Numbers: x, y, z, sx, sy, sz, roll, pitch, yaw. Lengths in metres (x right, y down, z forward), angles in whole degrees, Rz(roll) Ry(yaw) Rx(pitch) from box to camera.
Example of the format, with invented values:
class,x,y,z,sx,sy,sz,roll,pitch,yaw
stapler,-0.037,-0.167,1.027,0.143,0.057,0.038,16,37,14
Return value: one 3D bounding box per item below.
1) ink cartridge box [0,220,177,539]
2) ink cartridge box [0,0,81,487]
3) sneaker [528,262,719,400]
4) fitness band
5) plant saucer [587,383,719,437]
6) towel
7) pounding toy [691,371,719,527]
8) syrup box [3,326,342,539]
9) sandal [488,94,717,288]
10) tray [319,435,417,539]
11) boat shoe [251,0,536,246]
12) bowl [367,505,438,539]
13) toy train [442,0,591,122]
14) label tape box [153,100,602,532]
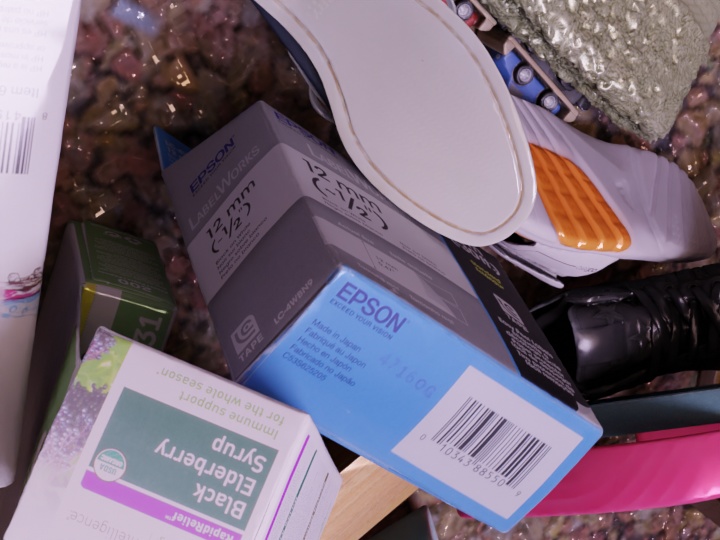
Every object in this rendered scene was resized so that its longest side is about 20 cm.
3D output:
class,x,y,z,sx,sy,sz,roll,pitch,yaw
ink cartridge box,-0.116,0.074,0.670,0.048,0.200,0.146,16,102,-16
ink cartridge box,-0.200,-0.039,0.610,0.146,0.146,0.201,2,113,-26
sneaker,0.136,0.031,0.802,0.104,0.199,0.060,-12,90,-47
fitness band,0.133,0.096,0.808,0.143,0.200,0.038,-6,84,-36
plant saucer,0.132,0.067,0.791,0.070,0.200,0.019,-4,84,-50
towel,0.106,-0.165,0.759,0.200,0.036,0.149,40,73,-31
pounding toy,0.248,0.103,0.865,0.142,0.184,0.201,-1,109,-25
syrup box,-0.060,0.088,0.627,0.079,0.200,0.082,21,78,7
sandal,0.096,-0.026,0.798,0.206,0.079,0.059,14,141,-45
tray,-0.048,0.116,0.775,0.200,0.099,0.037,-38,112,-8
boat shoe,0.002,-0.096,0.697,0.200,0.062,0.075,46,102,1
bowl,0.009,0.225,0.810,0.105,0.201,0.201,-15,117,1
toy train,0.040,-0.130,0.764,0.046,0.034,0.200,-49,122,1
label tape box,0.000,0.000,0.693,0.143,0.200,0.066,32,110,-31
